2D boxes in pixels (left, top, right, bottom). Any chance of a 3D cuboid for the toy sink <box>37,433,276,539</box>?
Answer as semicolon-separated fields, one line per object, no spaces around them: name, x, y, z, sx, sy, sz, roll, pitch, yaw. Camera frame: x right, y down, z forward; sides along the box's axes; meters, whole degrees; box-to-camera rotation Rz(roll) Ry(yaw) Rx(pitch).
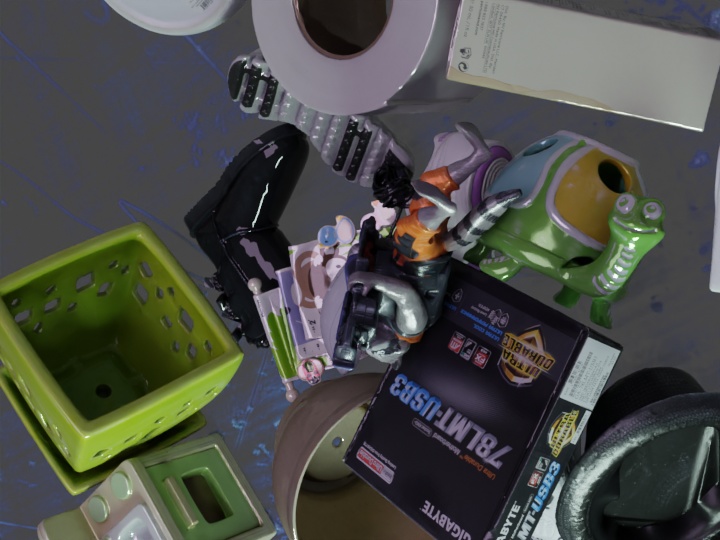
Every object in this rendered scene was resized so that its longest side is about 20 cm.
toy sink;-0.206;0.264;1.376;0.112;0.200;0.131;-45;69;33

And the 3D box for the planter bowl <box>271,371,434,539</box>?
planter bowl;0.000;0.178;1.231;0.135;0.199;0.201;32;117;57

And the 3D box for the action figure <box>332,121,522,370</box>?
action figure;0.042;0.006;1.041;0.104;0.200;0.194;19;127;-4

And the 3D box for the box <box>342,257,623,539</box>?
box;0.090;0.109;1.059;0.200;0.050;0.199;32;95;55

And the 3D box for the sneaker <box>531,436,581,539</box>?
sneaker;0.173;0.151;1.156;0.075;0.115;0.201;-1;130;37

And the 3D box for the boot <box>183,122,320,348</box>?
boot;-0.086;-0.028;1.325;0.198;0.073;0.163;-42;71;36

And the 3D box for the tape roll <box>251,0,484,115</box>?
tape roll;0.023;-0.238;1.171;0.202;0.139;0.204;6;101;36

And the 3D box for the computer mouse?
computer mouse;0.000;0.000;1.204;0.044;0.110;0.201;16;106;-12

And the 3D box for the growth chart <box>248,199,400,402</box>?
growth chart;-0.010;0.023;1.268;0.199;0.018;0.145;-24;90;16

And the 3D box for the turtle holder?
turtle holder;0.165;-0.041;1.069;0.140;0.185;0.132;26;93;8

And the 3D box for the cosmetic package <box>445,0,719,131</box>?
cosmetic package;0.172;-0.169;1.039;0.199;0.104;0.074;13;107;5

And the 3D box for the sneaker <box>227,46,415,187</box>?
sneaker;-0.026;-0.152;1.261;0.200;0.081;0.075;36;134;5

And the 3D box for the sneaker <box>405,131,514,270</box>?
sneaker;0.080;-0.029;1.212;0.099;0.075;0.201;29;109;46

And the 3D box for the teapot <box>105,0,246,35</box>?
teapot;-0.170;-0.340;1.308;0.199;0.146;0.198;8;128;15

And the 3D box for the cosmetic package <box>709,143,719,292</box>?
cosmetic package;0.367;-0.063;0.918;0.199;0.166;0.168;10;102;35

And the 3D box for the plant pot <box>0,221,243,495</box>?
plant pot;-0.264;0.101;1.392;0.199;0.199;0.182;50;146;20

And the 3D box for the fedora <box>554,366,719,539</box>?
fedora;0.238;0.148;1.078;0.201;0.200;0.092;-51;31;30
